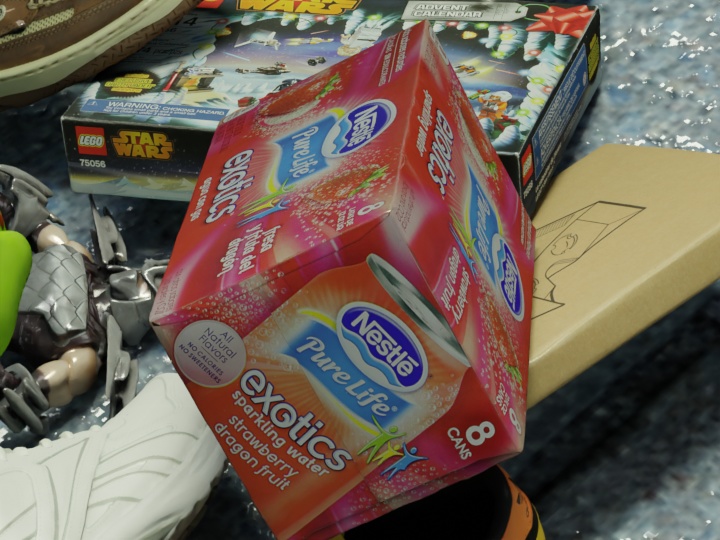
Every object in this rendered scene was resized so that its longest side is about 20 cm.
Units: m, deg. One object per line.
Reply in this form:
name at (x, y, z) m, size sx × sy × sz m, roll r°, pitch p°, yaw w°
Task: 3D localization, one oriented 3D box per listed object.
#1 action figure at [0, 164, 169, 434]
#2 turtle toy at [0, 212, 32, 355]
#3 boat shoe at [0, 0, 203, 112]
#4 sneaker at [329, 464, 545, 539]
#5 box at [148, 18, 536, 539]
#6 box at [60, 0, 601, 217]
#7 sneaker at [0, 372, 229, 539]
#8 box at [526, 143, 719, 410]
action figure at (-0.167, 0.019, 1.166) m, size 0.199 × 0.070 × 0.130 m, roll -8°, pitch 38°, yaw -1°
turtle toy at (-0.207, 0.043, 1.032) m, size 0.101 × 0.146 × 0.200 m, roll 37°, pitch 78°, yaw 22°
boat shoe at (-0.150, -0.113, 1.222) m, size 0.202 × 0.075 × 0.075 m, roll -27°, pitch 19°, yaw 18°
sneaker at (-0.025, 0.127, 1.023) m, size 0.199 × 0.090 × 0.070 m, roll -23°, pitch 48°, yaw -10°
box at (0.000, 0.000, 1.016) m, size 0.095 × 0.100 × 0.200 m, roll -24°, pitch 19°, yaw 14°
box at (-0.009, -0.074, 1.208) m, size 0.199 × 0.040 × 0.137 m, roll 5°, pitch 32°, yaw 17°
sneaker at (-0.114, 0.087, 1.046) m, size 0.099 × 0.078 × 0.200 m, roll 34°, pitch 35°, yaw -2°
box at (0.060, 0.012, 1.101) m, size 0.200 × 0.021 × 0.163 m, roll -32°, pitch 17°, yaw -18°
